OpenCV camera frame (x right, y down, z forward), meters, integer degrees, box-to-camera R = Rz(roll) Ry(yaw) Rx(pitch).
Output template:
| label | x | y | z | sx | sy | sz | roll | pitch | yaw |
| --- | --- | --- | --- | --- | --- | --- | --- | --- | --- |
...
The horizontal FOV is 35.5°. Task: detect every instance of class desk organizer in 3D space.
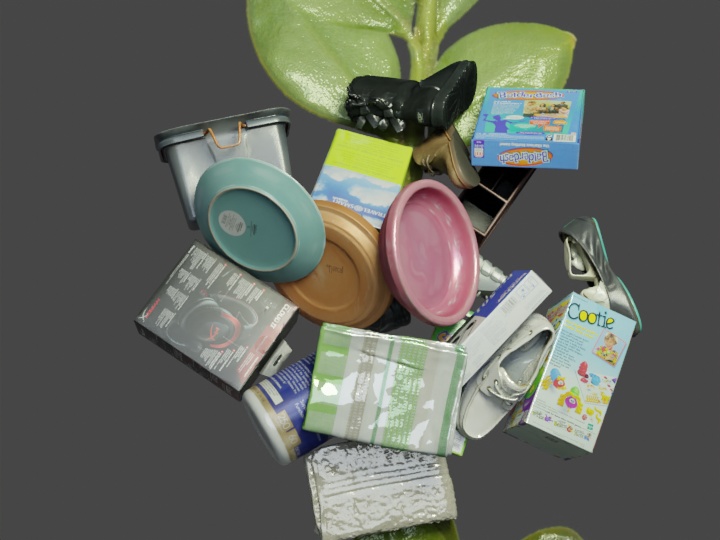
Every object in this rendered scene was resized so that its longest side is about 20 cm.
| label | x | y | z | sx | sy | sz | roll | pitch | yaw |
| --- | --- | --- | --- | --- | --- | --- | --- | --- | --- |
| desk organizer | 0.203 | -0.129 | 1.679 | 0.072 | 0.077 | 0.200 | 34 | 72 | 6 |

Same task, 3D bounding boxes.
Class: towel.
| label | x | y | z | sx | sy | sz | roll | pitch | yaw |
| --- | --- | --- | --- | --- | --- | --- | --- | --- | --- |
| towel | 0.027 | 0.293 | 1.537 | 0.199 | 0.034 | 0.133 | -9 | 82 | -5 |
| towel | 0.034 | 0.156 | 1.465 | 0.199 | 0.031 | 0.150 | 10 | 85 | -3 |

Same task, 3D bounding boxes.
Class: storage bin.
| label | x | y | z | sx | sy | sz | roll | pitch | yaw |
| --- | --- | --- | --- | --- | --- | --- | --- | --- | --- |
| storage bin | -0.184 | -0.144 | 1.625 | 0.199 | 0.146 | 0.135 | -13 | 84 | -9 |

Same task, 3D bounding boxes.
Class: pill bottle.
| label | x | y | z | sx | sy | sz | roll | pitch | yaw |
| --- | --- | --- | --- | --- | --- | --- | --- | --- | --- |
| pill bottle | -0.051 | 0.170 | 1.537 | 0.200 | 0.116 | 0.116 | -30 | 77 | -14 |

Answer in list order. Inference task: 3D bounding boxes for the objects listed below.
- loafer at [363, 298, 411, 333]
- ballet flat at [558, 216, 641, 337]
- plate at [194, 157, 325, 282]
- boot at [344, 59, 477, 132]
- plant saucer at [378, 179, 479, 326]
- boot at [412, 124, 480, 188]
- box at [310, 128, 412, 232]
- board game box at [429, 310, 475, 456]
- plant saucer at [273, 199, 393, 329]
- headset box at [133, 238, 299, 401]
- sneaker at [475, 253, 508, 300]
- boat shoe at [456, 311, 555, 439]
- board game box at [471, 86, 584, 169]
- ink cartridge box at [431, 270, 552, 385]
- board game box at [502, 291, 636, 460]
| label | x | y | z | sx | sy | sz | roll | pitch | yaw |
| --- | --- | --- | --- | --- | --- | --- | --- | --- | --- |
| loafer | 0.000 | 0.000 | 1.623 | 0.072 | 0.073 | 0.200 | -25 | 74 | -8 |
| ballet flat | 0.343 | 0.014 | 1.651 | 0.073 | 0.073 | 0.200 | -15 | 68 | -10 |
| plate | -0.143 | -0.060 | 1.527 | 0.200 | 0.200 | 0.026 | 28 | 42 | 4 |
| boot | 0.078 | -0.271 | 1.710 | 0.162 | 0.074 | 0.198 | 8 | 34 | 22 |
| plant saucer | 0.089 | -0.022 | 1.530 | 0.051 | 0.200 | 0.201 | -10 | 66 | 38 |
| boot | 0.123 | -0.155 | 1.638 | 0.075 | 0.200 | 0.074 | -29 | 112 | 9 |
| box | -0.002 | -0.120 | 1.627 | 0.122 | 0.048 | 0.200 | 15 | 43 | 3 |
| board game box | 0.130 | 0.154 | 1.597 | 0.095 | 0.030 | 0.201 | 20 | 80 | 1 |
| plant saucer | -0.046 | -0.002 | 1.558 | 0.200 | 0.201 | 0.032 | 34 | 39 | 6 |
| headset box | -0.191 | 0.076 | 1.575 | 0.200 | 0.075 | 0.149 | 32 | 72 | 6 |
| sneaker | 0.140 | 0.024 | 1.636 | 0.200 | 0.075 | 0.116 | 40 | 87 | 7 |
| boat shoe | 0.198 | 0.149 | 1.536 | 0.071 | 0.069 | 0.200 | 30 | 96 | -12 |
| board game box | 0.249 | -0.212 | 1.653 | 0.152 | 0.045 | 0.200 | 4 | 32 | 12 |
| ink cartridge box | 0.169 | 0.084 | 1.542 | 0.044 | 0.094 | 0.200 | 45 | 84 | -5 |
| board game box | 0.293 | 0.150 | 1.578 | 0.105 | 0.103 | 0.200 | 25 | 72 | -3 |
